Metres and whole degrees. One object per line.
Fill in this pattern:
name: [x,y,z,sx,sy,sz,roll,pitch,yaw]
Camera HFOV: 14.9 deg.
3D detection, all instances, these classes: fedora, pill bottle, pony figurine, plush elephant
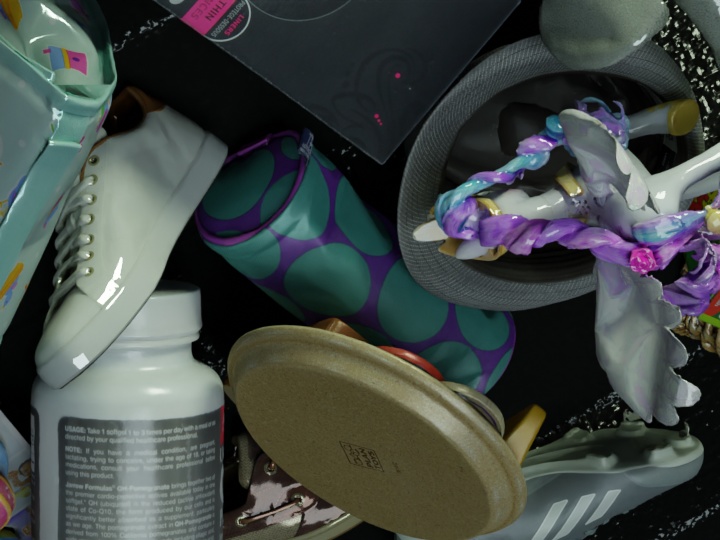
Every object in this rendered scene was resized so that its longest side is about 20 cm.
fedora: [0.096,-0.071,1.577,0.200,0.090,0.177,-9,121,-21]
pill bottle: [-0.133,0.108,1.569,0.110,0.111,0.200,-2,98,-17]
pony figurine: [0.149,-0.028,1.458,0.200,0.193,0.167,-18,113,-20]
plush elephant: [0.167,-0.183,1.489,0.155,0.200,0.165,3,84,21]

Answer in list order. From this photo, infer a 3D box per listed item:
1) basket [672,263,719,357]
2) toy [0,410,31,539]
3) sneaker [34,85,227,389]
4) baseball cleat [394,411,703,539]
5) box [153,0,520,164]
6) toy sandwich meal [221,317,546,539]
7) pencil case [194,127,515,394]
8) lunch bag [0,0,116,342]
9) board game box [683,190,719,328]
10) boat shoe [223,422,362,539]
basket: [0.306,-0.027,1.686,0.143,0.149,0.200,-15,127,-49]
toy: [-0.230,0.139,1.560,0.115,0.047,0.200,-38,151,-6]
sneaker: [-0.146,-0.021,1.484,0.085,0.200,0.073,39,133,-14]
baseball cleat: [0.119,0.156,1.719,0.200,0.070,0.107,-10,109,-1]
box: [-0.034,-0.171,1.472,0.200,0.106,0.122,34,103,-30]
toy sandwich meal: [0.014,0.078,1.539,0.205,0.205,0.070,50,56,-32]
pencil case: [0.000,0.000,1.587,0.085,0.093,0.200,-21,132,37]
lunch bag: [-0.203,-0.064,1.420,0.122,0.200,0.171,21,110,-27]
board game box: [0.257,-0.065,1.560,0.048,0.102,0.200,22,124,-19]
boat shoe: [-0.053,0.125,1.649,0.200,0.072,0.072,-28,124,6]
